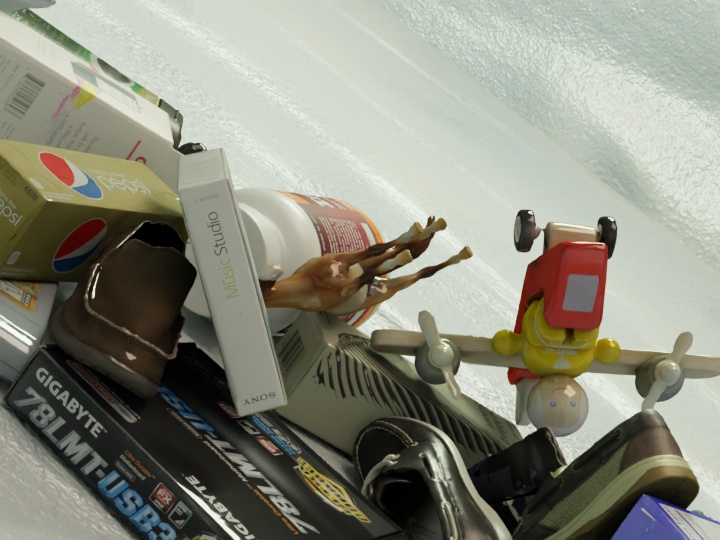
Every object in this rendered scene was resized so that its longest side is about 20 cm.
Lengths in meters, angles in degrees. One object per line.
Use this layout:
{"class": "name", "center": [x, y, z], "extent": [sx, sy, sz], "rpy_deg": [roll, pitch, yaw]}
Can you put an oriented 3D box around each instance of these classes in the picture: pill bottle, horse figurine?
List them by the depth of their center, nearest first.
{"class": "horse figurine", "center": [0.000, 0.000, 1.562], "extent": [0.050, 0.132, 0.200], "rpy_deg": [68, 21, 4]}
{"class": "pill bottle", "center": [-0.064, -0.005, 1.662], "extent": [0.113, 0.113, 0.200], "rpy_deg": [42, 14, 19]}

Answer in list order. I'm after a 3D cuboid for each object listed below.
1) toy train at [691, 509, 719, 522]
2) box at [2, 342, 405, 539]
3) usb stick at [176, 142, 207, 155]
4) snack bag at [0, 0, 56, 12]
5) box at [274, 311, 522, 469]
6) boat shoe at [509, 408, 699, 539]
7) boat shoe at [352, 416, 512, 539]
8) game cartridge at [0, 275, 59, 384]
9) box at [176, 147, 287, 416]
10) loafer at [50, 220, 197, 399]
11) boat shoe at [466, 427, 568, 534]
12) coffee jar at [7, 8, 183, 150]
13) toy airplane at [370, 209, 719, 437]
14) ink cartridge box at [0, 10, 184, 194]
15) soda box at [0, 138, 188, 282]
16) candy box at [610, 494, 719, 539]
{"class": "toy train", "center": [0.233, 0.226, 1.629], "extent": [0.200, 0.085, 0.114], "rpy_deg": [49, -21, 16]}
{"class": "box", "center": [-0.091, 0.122, 1.323], "extent": [0.200, 0.050, 0.198], "rpy_deg": [41, 13, 20]}
{"class": "usb stick", "center": [-0.136, -0.061, 1.667], "extent": [0.033, 0.056, 0.200], "rpy_deg": [22, -6, -4]}
{"class": "snack bag", "center": [-0.340, -0.193, 1.531], "extent": [0.200, 0.021, 0.188], "rpy_deg": [-5, -11, 29]}
{"class": "box", "center": [0.029, 0.109, 1.611], "extent": [0.200, 0.068, 0.082], "rpy_deg": [31, 14, -23]}
{"class": "boat shoe", "center": [0.147, 0.158, 1.421], "extent": [0.072, 0.201, 0.066], "rpy_deg": [12, 53, -27]}
{"class": "boat shoe", "center": [0.036, 0.157, 1.475], "extent": [0.060, 0.074, 0.200], "rpy_deg": [17, 22, -32]}
{"class": "game cartridge", "center": [-0.254, -0.005, 1.361], "extent": [0.133, 0.042, 0.200], "rpy_deg": [38, 13, -14]}
{"class": "box", "center": [-0.083, 0.002, 1.382], "extent": [0.200, 0.036, 0.145], "rpy_deg": [-111, -174, -80]}
{"class": "loafer", "center": [-0.139, 0.013, 1.320], "extent": [0.073, 0.071, 0.200], "rpy_deg": [32, 13, -16]}
{"class": "boat shoe", "center": [0.114, 0.187, 1.577], "extent": [0.200, 0.093, 0.075], "rpy_deg": [69, -1, -52]}
{"class": "coffee jar", "center": [-0.233, -0.134, 1.722], "extent": [0.200, 0.085, 0.104], "rpy_deg": [34, 11, -10]}
{"class": "toy airplane", "center": [0.136, 0.064, 1.586], "extent": [0.199, 0.200, 0.141], "rpy_deg": [38, 40, -42]}
{"class": "ink cartridge box", "center": [-0.213, -0.086, 1.545], "extent": [0.200, 0.117, 0.067], "rpy_deg": [32, 16, -21]}
{"class": "soda box", "center": [-0.188, -0.035, 1.417], "extent": [0.068, 0.064, 0.200], "rpy_deg": [42, 15, 20]}
{"class": "candy box", "center": [0.210, 0.250, 1.392], "extent": [0.200, 0.169, 0.077], "rpy_deg": [23, 16, -42]}
